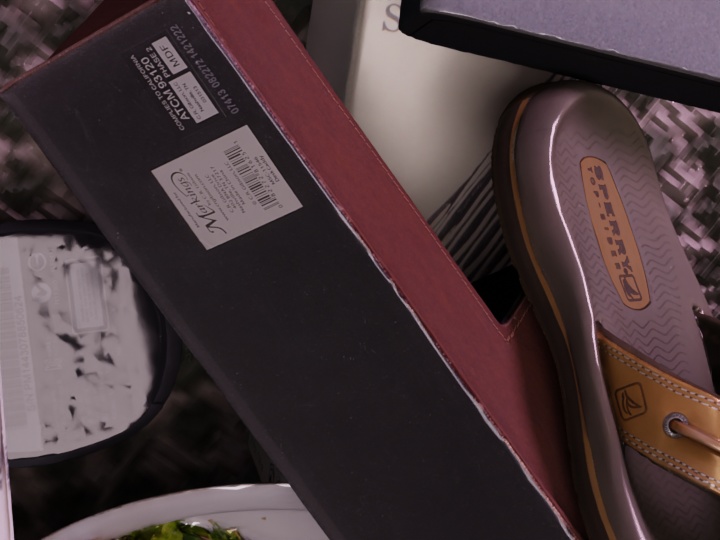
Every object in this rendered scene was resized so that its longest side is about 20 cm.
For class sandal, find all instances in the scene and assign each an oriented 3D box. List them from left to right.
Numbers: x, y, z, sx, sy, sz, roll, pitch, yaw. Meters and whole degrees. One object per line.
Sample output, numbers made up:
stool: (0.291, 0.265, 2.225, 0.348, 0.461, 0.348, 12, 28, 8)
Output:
sandal: (0.095, 0.037, 0.807, 0.054, 0.082, 0.201, -24, 75, 34)

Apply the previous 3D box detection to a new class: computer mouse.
computer mouse: (-0.159, 0.000, 0.889, 0.199, 0.046, 0.141, -13, 95, -11)

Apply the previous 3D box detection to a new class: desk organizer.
desk organizer: (0.000, 0.000, 0.816, 0.072, 0.077, 0.200, -25, 108, 37)

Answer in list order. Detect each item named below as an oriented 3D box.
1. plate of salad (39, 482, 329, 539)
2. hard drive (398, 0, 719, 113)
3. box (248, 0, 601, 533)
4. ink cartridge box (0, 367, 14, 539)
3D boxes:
plate of salad: (-0.031, 0.134, 0.920, 0.199, 0.048, 0.201, -3, 138, -3)
hard drive: (0.092, -0.150, 0.845, 0.139, 0.033, 0.201, 12, 78, -16)
box: (0.021, -0.022, 0.901, 0.082, 0.068, 0.201, 4, 109, -12)
ink cartridge box: (-0.173, 0.042, 0.821, 0.146, 0.083, 0.201, -4, 92, -11)
